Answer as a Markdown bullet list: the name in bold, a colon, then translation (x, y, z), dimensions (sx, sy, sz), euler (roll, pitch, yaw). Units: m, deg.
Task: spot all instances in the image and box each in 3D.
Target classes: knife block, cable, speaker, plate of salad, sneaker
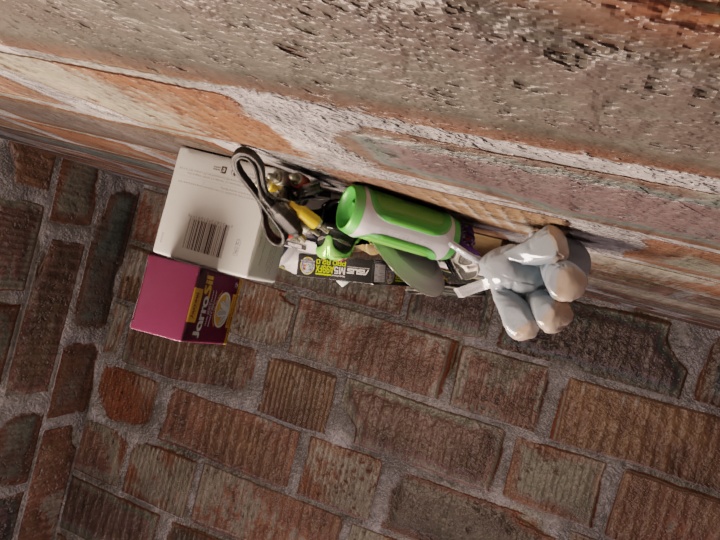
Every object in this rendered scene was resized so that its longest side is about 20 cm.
- **knife block**: translation (0.176, -0.058, 1.408), dimensions (0.174, 0.065, 0.200), euler (14, -179, -23)
- **cable**: translation (0.162, 0.025, 1.345), dimensions (0.096, 0.051, 0.199), euler (1, 179, -28)
- **speaker**: translation (0.063, -0.076, 1.096), dimensions (0.198, 0.090, 0.088), euler (15, 180, -25)
- **plate of salad**: translation (0.074, -0.031, 1.193), dimensions (0.199, 0.048, 0.201), euler (36, -150, -24)
- **cable**: translation (-0.140, -0.110, 1.047), dimensions (0.096, 0.051, 0.200), euler (-18, 124, 34)
- **sneaker**: translation (-0.026, -0.090, 1.167), dimensions (0.076, 0.085, 0.201), euler (9, -150, 4)
- **cable**: translation (-0.088, -0.144, 1.136), dimensions (0.096, 0.051, 0.200), euler (-4, -175, 24)
- **sneaker**: translation (0.177, -0.050, 1.217), dimensions (0.081, 0.083, 0.200), euler (59, 179, -22)

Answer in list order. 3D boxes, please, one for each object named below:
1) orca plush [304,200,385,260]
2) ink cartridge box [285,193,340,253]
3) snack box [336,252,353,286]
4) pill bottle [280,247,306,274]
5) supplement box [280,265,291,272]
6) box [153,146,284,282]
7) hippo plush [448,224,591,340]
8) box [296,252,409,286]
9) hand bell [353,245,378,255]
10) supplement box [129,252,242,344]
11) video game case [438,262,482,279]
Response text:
- **orca plush**: translation (-0.035, -0.062, 1.263), dimensions (0.198, 0.106, 0.071), euler (25, -164, -10)
- **ink cartridge box**: translation (-0.110, -0.104, 1.349), dimensions (0.197, 0.117, 0.067), euler (14, 163, -3)
- **snack box**: translation (-0.063, -0.065, 1.488), dimensions (0.116, 0.037, 0.201), euler (48, -160, -26)
- **pill bottle**: translation (-0.198, -0.080, 1.445), dimensions (0.199, 0.117, 0.115), euler (31, 173, -25)
- **supplement box**: translation (-0.229, -0.108, 1.601), dimensions (0.199, 0.135, 0.199), euler (33, 173, -24)
- **box**: translation (-0.241, -0.099, 1.232), dimensions (0.197, 0.203, 0.131), euler (14, 178, 15)
- **hippo plush**: translation (0.266, 0.018, 1.019), dimensions (0.198, 0.162, 0.160), euler (-9, 177, 38)
- **box**: translation (0.000, 0.000, 1.260), dimensions (0.158, 0.045, 0.199), euler (5, 180, 28)
- **hand bell**: translation (0.052, -0.040, 1.408), dimensions (0.103, 0.105, 0.200), euler (14, -160, -42)
- **supplement box**: translation (-0.302, 0.055, 1.194), dimensions (0.102, 0.133, 0.200), euler (14, 176, 13)
- **video game case**: translation (0.229, 0.000, 1.408), dimensions (0.198, 0.023, 0.181), euler (13, 179, 41)
